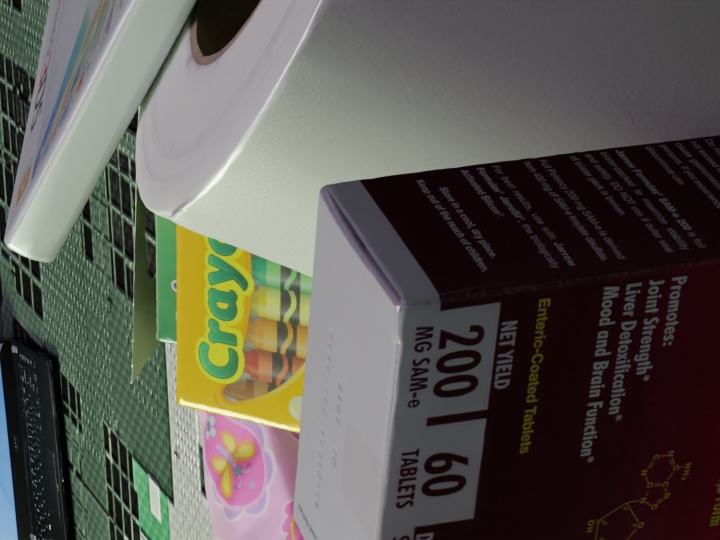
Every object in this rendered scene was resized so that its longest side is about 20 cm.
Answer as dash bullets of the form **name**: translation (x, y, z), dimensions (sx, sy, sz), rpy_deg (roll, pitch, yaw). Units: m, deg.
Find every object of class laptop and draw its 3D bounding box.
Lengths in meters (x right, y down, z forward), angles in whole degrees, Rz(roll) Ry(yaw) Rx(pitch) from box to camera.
- **laptop**: translation (-0.306, 0.150, 1.970), dimensions (0.200, 0.103, 0.179), rpy_deg (-162, 66, -69)

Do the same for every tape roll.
- **tape roll**: translation (0.032, -0.087, 0.749), dimensions (0.203, 0.138, 0.203), rpy_deg (-55, 22, 35)

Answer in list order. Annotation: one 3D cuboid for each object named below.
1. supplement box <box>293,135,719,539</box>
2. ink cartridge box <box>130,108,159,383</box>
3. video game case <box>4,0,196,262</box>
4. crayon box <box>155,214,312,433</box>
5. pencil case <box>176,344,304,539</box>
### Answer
- **supplement box**: translation (0.086, 0.025, 0.652), dimensions (0.061, 0.199, 0.110), rpy_deg (-125, 33, -50)
- **ink cartridge box**: translation (-0.053, -0.055, 1.107), dimensions (0.200, 0.048, 0.147), rpy_deg (-68, -16, -60)
- **video game case**: translation (-0.067, -0.131, 0.830), dimensions (0.200, 0.022, 0.183), rpy_deg (-56, 21, 37)
- **crayon box**: translation (0.000, 0.000, 0.924), dimensions (0.052, 0.199, 0.127), rpy_deg (-43, -41, -57)
- **pencil case**: translation (-0.023, 0.100, 1.034), dimensions (0.087, 0.087, 0.201), rpy_deg (124, 135, -62)
